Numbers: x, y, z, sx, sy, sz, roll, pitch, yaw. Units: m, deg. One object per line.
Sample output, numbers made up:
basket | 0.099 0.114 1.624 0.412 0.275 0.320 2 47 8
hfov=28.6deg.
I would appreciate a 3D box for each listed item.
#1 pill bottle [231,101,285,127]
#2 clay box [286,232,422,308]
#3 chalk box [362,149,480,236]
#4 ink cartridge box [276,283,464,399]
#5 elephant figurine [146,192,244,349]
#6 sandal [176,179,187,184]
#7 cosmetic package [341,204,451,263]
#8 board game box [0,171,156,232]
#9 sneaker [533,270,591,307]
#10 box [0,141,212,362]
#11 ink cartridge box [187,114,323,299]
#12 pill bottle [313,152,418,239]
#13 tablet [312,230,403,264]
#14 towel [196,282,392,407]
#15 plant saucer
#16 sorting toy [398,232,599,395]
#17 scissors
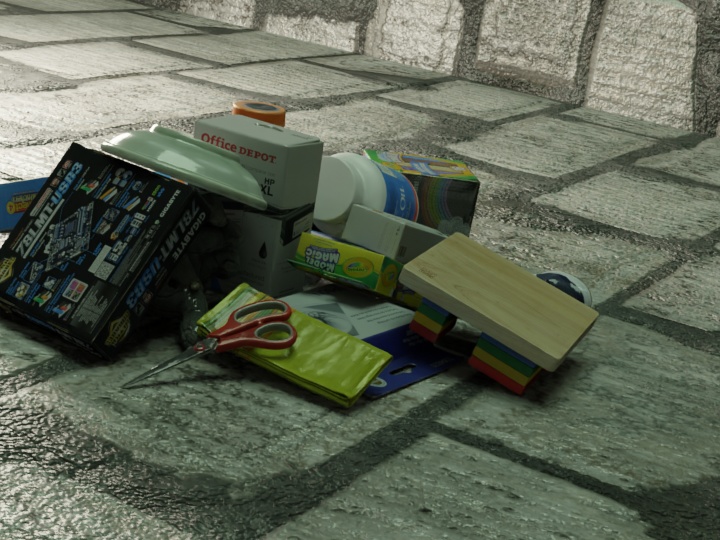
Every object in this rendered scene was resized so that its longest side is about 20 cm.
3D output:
pill bottle | -0.145 -0.119 1.863 0.105 0.203 0.106 8 16 -2
clay box | 0.000 0.000 1.706 0.114 0.048 0.200 16 -4 23
chalk box | 0.056 -0.097 2.036 0.197 0.126 0.124 7 16 -10
ink cartridge box | -0.010 0.072 1.580 0.198 0.041 0.199 19 19 30
elephant figurine | -0.222 -0.002 1.589 0.154 0.143 0.200 -15 22 29
sandal | -0.243 -0.091 1.816 0.205 0.080 0.059 -26 -11 22
cosmetic package | 0.062 -0.037 1.804 0.082 0.051 0.199 20 3 29
board game box | -0.366 -0.082 1.737 0.198 0.057 0.195 -5 1 33
sneaker | 0.185 0.029 1.775 0.199 0.071 0.108 15 11 42
box | -0.287 -0.025 1.512 0.197 0.201 0.050 19 -20 35
ink cartridge box | -0.136 -0.075 1.722 0.143 0.203 0.084 17 17 28
pill bottle | -0.006 -0.093 1.855 0.111 0.114 0.200 16 2 23
tablet | -0.017 -0.032 1.902 0.129 0.014 0.199 16 1 -45
towel | -0.070 0.074 1.472 0.198 0.018 0.086 24 49 25
plant saucer | -0.192 -0.124 1.590 0.198 0.051 0.200 20 2 -1
sorting toy | 0.152 0.052 1.620 0.199 0.070 0.199 30 22 13
scissors | -0.157 0.074 1.447 0.198 0.014 0.073 -15 44 -19
